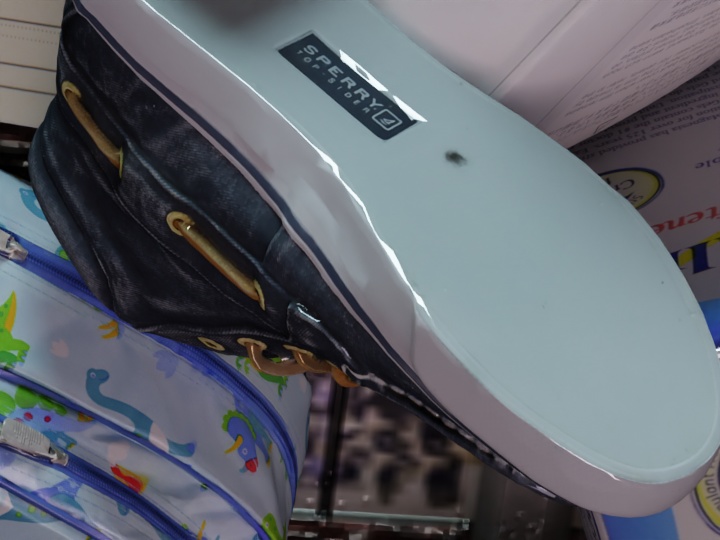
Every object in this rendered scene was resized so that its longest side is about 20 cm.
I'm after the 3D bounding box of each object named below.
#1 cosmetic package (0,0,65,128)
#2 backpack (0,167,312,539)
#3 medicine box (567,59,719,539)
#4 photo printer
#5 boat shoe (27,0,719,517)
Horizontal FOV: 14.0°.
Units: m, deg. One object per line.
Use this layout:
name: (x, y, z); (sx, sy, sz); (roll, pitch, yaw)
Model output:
cosmetic package: (-0.060, -0.138, 0.754); (0.103, 0.073, 0.200); (10, 115, 17)
backpack: (-0.111, 0.045, 0.810); (0.200, 0.154, 0.163); (17, 137, -29)
medicine box: (0.108, 0.053, 0.799); (0.103, 0.200, 0.182); (-18, 113, 2)
photo printer: (0.073, -0.096, 0.731); (0.069, 0.166, 0.200); (54, 138, 9)
boat shoe: (0.000, 0.000, 0.688); (0.071, 0.200, 0.091); (-25, 151, -37)
